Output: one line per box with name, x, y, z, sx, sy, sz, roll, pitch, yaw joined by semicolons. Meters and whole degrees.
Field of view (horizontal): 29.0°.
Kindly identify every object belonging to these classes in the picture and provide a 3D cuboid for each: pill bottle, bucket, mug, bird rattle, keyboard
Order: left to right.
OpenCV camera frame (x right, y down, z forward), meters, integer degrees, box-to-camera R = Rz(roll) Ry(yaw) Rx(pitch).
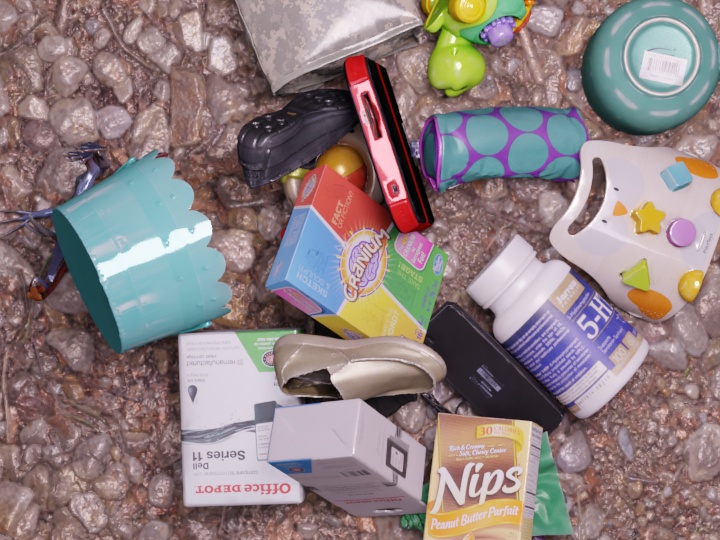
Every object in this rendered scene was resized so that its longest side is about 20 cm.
bucket;-0.247;-0.015;1.554;0.134;0.207;0.209;-25;89;-19
bird rattle;-0.039;-0.097;1.618;0.162;0.113;0.202;-30;92;-15
keyboard;0.133;0.139;1.624;0.200;0.021;0.127;45;112;-6
pill bottle;0.221;0.060;1.595;0.200;0.120;0.120;43;91;1
mug;0.349;-0.245;1.597;0.184;0.114;0.153;-35;89;1

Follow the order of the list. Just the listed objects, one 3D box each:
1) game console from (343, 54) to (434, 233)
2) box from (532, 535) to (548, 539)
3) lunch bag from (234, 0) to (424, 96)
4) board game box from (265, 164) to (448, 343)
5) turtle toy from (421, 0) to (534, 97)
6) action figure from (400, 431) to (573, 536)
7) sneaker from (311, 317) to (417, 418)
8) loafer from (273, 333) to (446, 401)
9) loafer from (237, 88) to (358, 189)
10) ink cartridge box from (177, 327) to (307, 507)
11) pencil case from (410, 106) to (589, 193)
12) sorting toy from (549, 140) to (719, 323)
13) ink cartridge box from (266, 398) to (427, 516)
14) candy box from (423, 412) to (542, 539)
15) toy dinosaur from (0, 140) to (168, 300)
game console;0.034;-0.141;1.575;0.031;0.177;0.203;-17;90;9
box;0.241;0.435;1.604;0.198;0.097;0.177;31;91;1
lunch bag;-0.046;-0.308;1.607;0.198;0.118;0.166;-21;86;-3
board game box;0.000;0.000;1.566;0.199;0.040;0.155;34;59;-28
turtle toy;0.137;-0.298;1.602;0.101;0.146;0.201;36;92;-19
action figure;0.139;0.270;1.625;0.197;0.055;0.120;-15;80;11
sneaker;-0.021;0.095;1.627;0.090;0.076;0.201;-39;88;5
loafer;-0.004;0.117;1.531;0.197;0.076;0.069;2;53;14
loafer;-0.064;-0.149;1.540;0.067;0.200;0.071;22;125;30
ink cartridge box;-0.136;0.171;1.622;0.144;0.083;0.203;-2;90;1
pencil case;0.163;-0.138;1.587;0.197;0.085;0.094;-5;117;-20
sorting toy;0.311;-0.059;1.585;0.178;0.107;0.203;20;90;-12
ink cartridge box;-0.004;0.215;1.573;0.114;0.200;0.068;-9;60;28
candy box;0.136;0.268;1.568;0.114;0.055;0.203;3;79;22
toy dinosaur;-0.331;-0.050;1.631;0.197;0.105;0.184;4;108;-9
